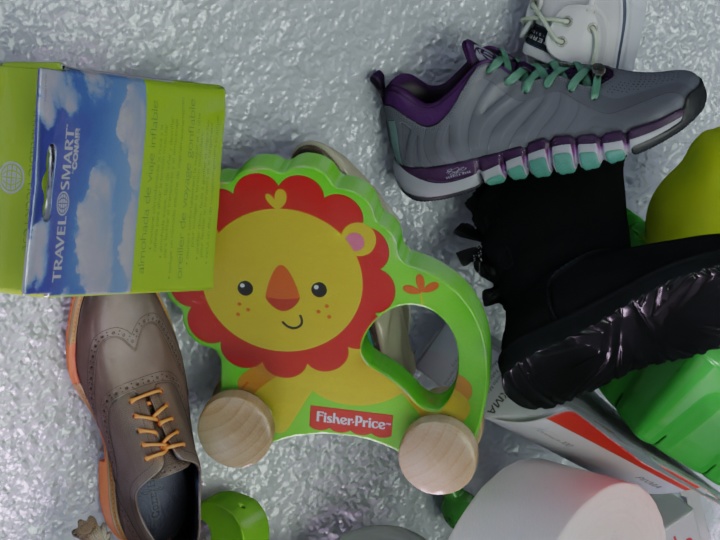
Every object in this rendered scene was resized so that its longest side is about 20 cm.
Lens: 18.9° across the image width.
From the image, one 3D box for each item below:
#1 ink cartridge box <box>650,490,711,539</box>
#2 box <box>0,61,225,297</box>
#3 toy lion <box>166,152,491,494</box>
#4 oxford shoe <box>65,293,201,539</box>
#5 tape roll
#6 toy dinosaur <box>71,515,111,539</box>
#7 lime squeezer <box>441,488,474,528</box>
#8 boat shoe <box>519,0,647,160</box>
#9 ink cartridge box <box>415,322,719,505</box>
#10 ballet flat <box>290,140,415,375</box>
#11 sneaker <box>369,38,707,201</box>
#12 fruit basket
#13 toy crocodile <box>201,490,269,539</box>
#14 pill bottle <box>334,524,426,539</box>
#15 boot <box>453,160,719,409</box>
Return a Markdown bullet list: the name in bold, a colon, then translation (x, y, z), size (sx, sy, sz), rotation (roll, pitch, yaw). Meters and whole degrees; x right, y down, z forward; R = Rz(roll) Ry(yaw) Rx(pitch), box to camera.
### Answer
- **ink cartridge box**: translation (0.184, 0.225, 1.534), size (0.200, 0.068, 0.115), rotation (-33, 127, -17)
- **box**: translation (-0.141, -0.048, 1.176), size (0.200, 0.048, 0.122), rotation (-2, 97, -65)
- **toy lion**: translation (-0.019, 0.026, 1.294), size (0.200, 0.069, 0.192), rotation (8, 111, 6)
- **oxford shoe**: translation (-0.125, 0.086, 1.294), size (0.071, 0.073, 0.200), rotation (-22, 118, -23)
- **tape roll**: translation (0.118, 0.223, 1.364), size (0.202, 0.071, 0.203), rotation (-26, 122, -50)
- **toy dinosaur**: translation (-0.114, 0.229, 1.303), size (0.136, 0.200, 0.086), rotation (75, 33, -57)
- **lime squeezer**: translation (0.093, 0.151, 1.484), size (0.200, 0.038, 0.071), rotation (19, 66, -34)
- **boat shoe**: translation (0.135, -0.147, 1.362), size (0.067, 0.074, 0.200), rotation (-18, 117, -25)
- **ink cartridge box**: translation (0.149, 0.114, 1.383), size (0.163, 0.200, 0.057), rotation (29, 101, -42)
- **ballet flat**: translation (0.000, 0.000, 1.352), size (0.069, 0.069, 0.200), rotation (-22, 120, -23)
- **sneaker**: translation (0.107, -0.106, 1.318), size (0.200, 0.074, 0.088), rotation (-15, 113, 12)
- **fruit basket**: translation (0.229, 0.004, 1.399), size (0.155, 0.216, 0.216), rotation (31, 91, -35)
- **toy crocodile**: translation (-0.082, 0.237, 1.389), size (0.068, 0.062, 0.200), rotation (-43, 140, -55)
- **pill bottle**: translation (0.041, 0.259, 1.428), size (0.112, 0.112, 0.200), rotation (-45, 140, -9)
- **boot**: translation (0.156, -0.015, 1.324), size (0.198, 0.163, 0.073), rotation (-25, 133, 20)
